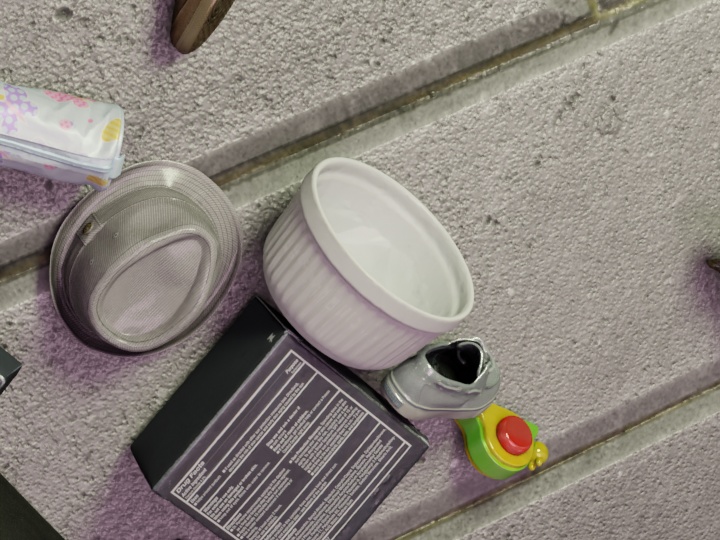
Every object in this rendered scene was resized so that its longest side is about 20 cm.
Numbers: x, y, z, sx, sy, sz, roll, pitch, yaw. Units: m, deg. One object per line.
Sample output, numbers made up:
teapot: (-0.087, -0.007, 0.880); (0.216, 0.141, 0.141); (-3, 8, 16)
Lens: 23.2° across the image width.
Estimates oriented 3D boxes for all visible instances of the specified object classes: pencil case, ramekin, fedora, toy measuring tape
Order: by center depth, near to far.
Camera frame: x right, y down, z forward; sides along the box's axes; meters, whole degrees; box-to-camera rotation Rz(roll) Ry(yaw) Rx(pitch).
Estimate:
pencil case: (-0.311, -0.129, 1.570); (0.200, 0.091, 0.083); (12, 102, -22)
fedora: (-0.195, 0.000, 1.647); (0.200, 0.090, 0.177); (-40, 115, -4)
ramekin: (0.000, 0.000, 1.660); (0.200, 0.200, 0.105); (33, 119, -24)
toy measuring tape: (0.114, 0.168, 1.812); (0.200, 0.074, 0.074); (24, 97, -25)

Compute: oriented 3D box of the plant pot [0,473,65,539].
plant pot: (-0.379, 0.311, 1.632); (0.200, 0.177, 0.200); (-39, 114, -3)

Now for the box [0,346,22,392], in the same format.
box: (-0.441, 0.105, 1.550); (0.197, 0.117, 0.200); (39, 91, -3)

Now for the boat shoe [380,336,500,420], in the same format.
boat shoe: (0.098, 0.103, 1.738); (0.072, 0.070, 0.201); (-42, 161, 25)

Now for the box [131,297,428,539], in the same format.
box: (-0.080, 0.169, 1.712); (0.198, 0.123, 0.200); (41, 90, -26)

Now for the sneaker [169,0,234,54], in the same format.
sneaker: (-0.137, -0.298, 1.602); (0.075, 0.070, 0.200); (30, 102, 5)

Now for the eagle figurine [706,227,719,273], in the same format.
eagle figurine: (0.466, -0.043, 1.847); (0.200, 0.151, 0.152); (-38, 104, 7)
